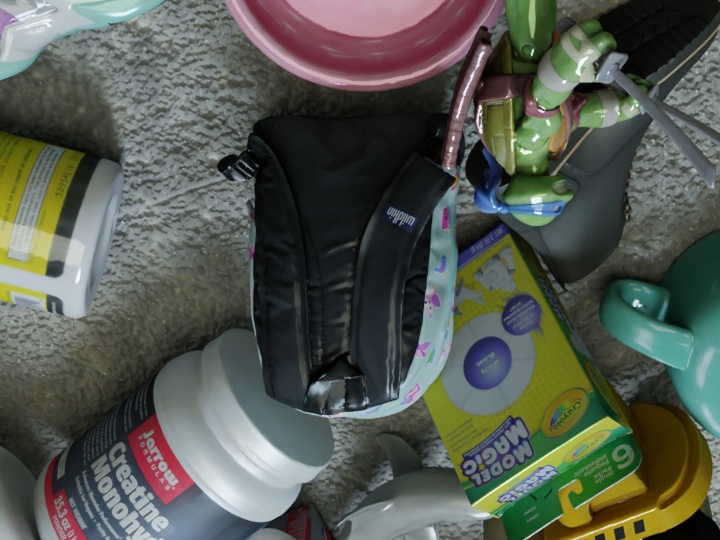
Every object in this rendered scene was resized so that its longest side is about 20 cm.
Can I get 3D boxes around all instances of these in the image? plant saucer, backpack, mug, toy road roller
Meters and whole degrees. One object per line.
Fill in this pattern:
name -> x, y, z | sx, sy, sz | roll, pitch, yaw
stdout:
plant saucer -> 0.003, -0.218, 0.792 | 0.200, 0.051, 0.201 | 1, 117, 2
backpack -> 0.000, 0.000, 0.828 | 0.166, 0.127, 0.201 | -1, 86, 24
mug -> 0.282, 0.060, 0.885 | 0.185, 0.115, 0.152 | -21, 114, 11
toy road roller -> 0.162, 0.164, 0.910 | 0.200, 0.123, 0.146 | -26, 125, 24

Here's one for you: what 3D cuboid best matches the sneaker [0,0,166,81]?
sneaker -> -0.232, -0.205, 0.795 | 0.199, 0.078, 0.140 | -25, 112, 3

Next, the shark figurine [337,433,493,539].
shark figurine -> 0.004, 0.213, 0.944 | 0.128, 0.089, 0.215 | 44, 107, 28

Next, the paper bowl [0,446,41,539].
paper bowl -> -0.289, 0.213, 0.928 | 0.104, 0.201, 0.201 | -29, 113, -3

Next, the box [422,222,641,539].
box -> 0.103, 0.079, 0.857 | 0.117, 0.200, 0.048 | -37, 145, 17

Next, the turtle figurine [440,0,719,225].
turtle figurine -> 0.138, -0.131, 0.706 | 0.200, 0.144, 0.195 | -8, 93, 49

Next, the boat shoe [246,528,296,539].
boat shoe -> -0.065, 0.297, 0.965 | 0.072, 0.069, 0.201 | 0, 117, 0

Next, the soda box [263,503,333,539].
soda box -> -0.115, 0.270, 1.026 | 0.199, 0.063, 0.070 | -22, 114, 12

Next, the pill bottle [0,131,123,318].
pill bottle -> -0.274, -0.045, 0.848 | 0.199, 0.114, 0.115 | 15, 116, -6

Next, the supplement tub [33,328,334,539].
supplement tub -> -0.133, 0.150, 0.925 | 0.200, 0.140, 0.140 | -39, 109, 18

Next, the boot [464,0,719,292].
boot -> 0.179, -0.089, 0.853 | 0.200, 0.078, 0.138 | -38, 132, 4
